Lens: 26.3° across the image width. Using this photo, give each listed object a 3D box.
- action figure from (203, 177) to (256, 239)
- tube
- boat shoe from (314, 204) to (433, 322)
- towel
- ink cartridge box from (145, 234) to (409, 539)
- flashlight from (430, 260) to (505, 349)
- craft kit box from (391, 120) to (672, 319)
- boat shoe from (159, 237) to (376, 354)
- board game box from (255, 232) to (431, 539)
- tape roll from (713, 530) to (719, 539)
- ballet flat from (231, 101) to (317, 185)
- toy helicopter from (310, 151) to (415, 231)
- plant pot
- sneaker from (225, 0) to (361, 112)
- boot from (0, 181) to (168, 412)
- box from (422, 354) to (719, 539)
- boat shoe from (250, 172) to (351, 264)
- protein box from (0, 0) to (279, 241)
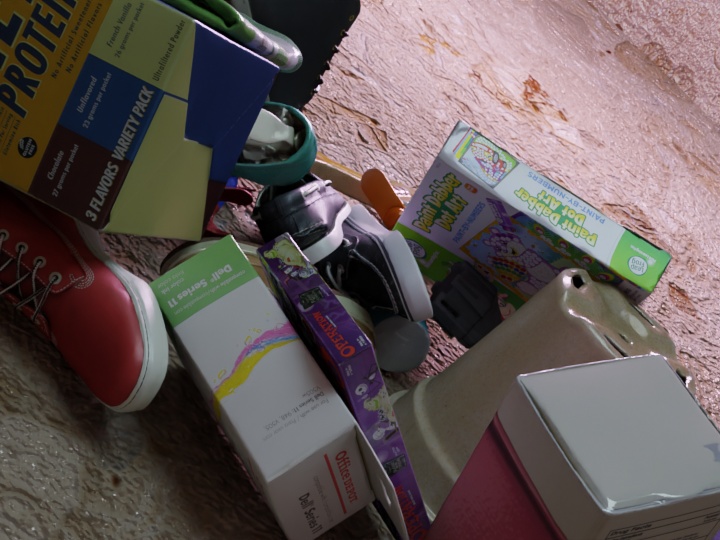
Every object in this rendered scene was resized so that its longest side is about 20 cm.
[{"bbox_3d":[-0.105,-0.092,1.276,0.051,0.066,0.201,11,32,-11],"label":"action figure"},{"bbox_3d":[0.026,0.019,1.316,0.077,0.050,0.200,41,16,-19],"label":"tube"},{"bbox_3d":[0.000,0.000,1.221,0.200,0.067,0.072,-133,-158,-64],"label":"boat shoe"},{"bbox_3d":[-0.120,-0.190,1.075,0.148,0.031,0.200,26,3,7],"label":"towel"},{"bbox_3d":[-0.051,0.092,0.958,0.201,0.067,0.117,54,-11,29],"label":"ink cartridge box"},{"bbox_3d":[0.140,0.075,1.284,0.200,0.068,0.068,46,-7,-8],"label":"flashlight"},{"bbox_3d":[0.128,-0.016,1.261,0.197,0.200,0.049,35,67,2],"label":"craft kit box"},{"bbox_3d":[-0.057,0.040,1.115,0.199,0.072,0.077,22,40,-38],"label":"boat shoe"},{"bbox_3d":[-0.008,0.082,0.996,0.120,0.032,0.201,46,-19,42],"label":"board game box"},{"bbox_3d":[0.285,0.249,1.106,0.199,0.200,0.085,30,25,-25],"label":"tape roll"},{"bbox_3d":[-0.124,-0.106,1.115,0.198,0.070,0.068,6,66,-17],"label":"ballet flat"},{"bbox_3d":[0.017,-0.063,1.417,0.198,0.079,0.132,25,18,-3],"label":"toy helicopter"},{"bbox_3d":[0.144,0.107,1.157,0.200,0.184,0.201,34,23,-17],"label":"plant pot"},{"bbox_3d":[-0.041,-0.168,1.258,0.075,0.105,0.201,-117,-169,-53],"label":"sneaker"},{"bbox_3d":[-0.208,0.006,0.928,0.144,0.073,0.200,15,26,-46],"label":"boot"},{"bbox_3d":[0.132,0.164,0.978,0.127,0.201,0.109,-5,46,-33],"label":"box"},{"bbox_3d":[-0.050,-0.052,1.221,0.061,0.075,0.200,63,-1,-13],"label":"boat shoe"},{"bbox_3d":[-0.187,-0.125,0.984,0.199,0.136,0.198,27,5,10],"label":"protein box"}]
